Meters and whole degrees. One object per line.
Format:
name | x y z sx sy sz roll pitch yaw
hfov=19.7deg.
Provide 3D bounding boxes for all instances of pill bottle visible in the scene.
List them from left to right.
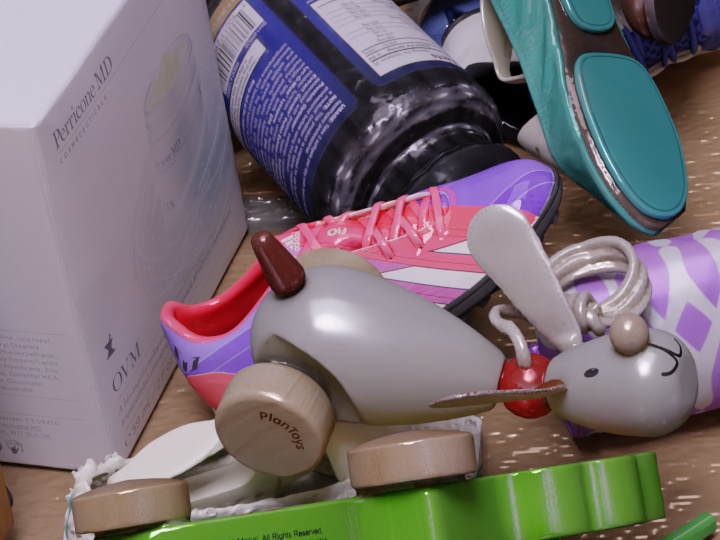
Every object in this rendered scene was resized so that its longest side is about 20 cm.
pill bottle | 0.003 -0.075 1.068 0.111 0.112 0.200 -26 51 -21

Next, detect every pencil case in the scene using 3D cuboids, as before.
pencil case | 0.171 0.020 0.948 0.198 0.086 0.085 -12 75 -3

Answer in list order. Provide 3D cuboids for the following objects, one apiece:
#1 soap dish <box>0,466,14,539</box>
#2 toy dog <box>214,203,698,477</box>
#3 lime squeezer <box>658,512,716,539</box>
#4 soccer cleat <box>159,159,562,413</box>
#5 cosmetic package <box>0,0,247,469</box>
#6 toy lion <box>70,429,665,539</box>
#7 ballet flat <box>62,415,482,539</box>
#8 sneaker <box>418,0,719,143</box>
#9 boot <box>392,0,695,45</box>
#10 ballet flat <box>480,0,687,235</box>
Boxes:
soap dish | -0.234 0.044 0.903 0.157 0.201 0.081 21 43 35
toy dog | 0.030 0.020 0.845 0.198 0.097 0.133 -13 42 6
lime squeezer | 0.057 0.139 0.858 0.198 0.038 0.071 -11 4 0
soccer cleat | 0.000 0.000 0.951 0.199 0.073 0.068 -33 24 15
cosmetic package | -0.151 -0.046 1.003 0.122 0.201 0.200 4 39 17
toy lion | 0.013 0.102 0.824 0.198 0.069 0.191 -12 -6 27
ballet flat | -0.037 0.088 0.912 0.198 0.072 0.072 -17 37 -11
sneaker | 0.132 -0.114 1.141 0.197 0.081 0.116 -13 40 7
boot | 0.076 -0.164 1.116 0.198 0.065 0.187 -11 37 17
ballet flat | 0.101 -0.096 1.013 0.067 0.070 0.202 -1 64 -38
